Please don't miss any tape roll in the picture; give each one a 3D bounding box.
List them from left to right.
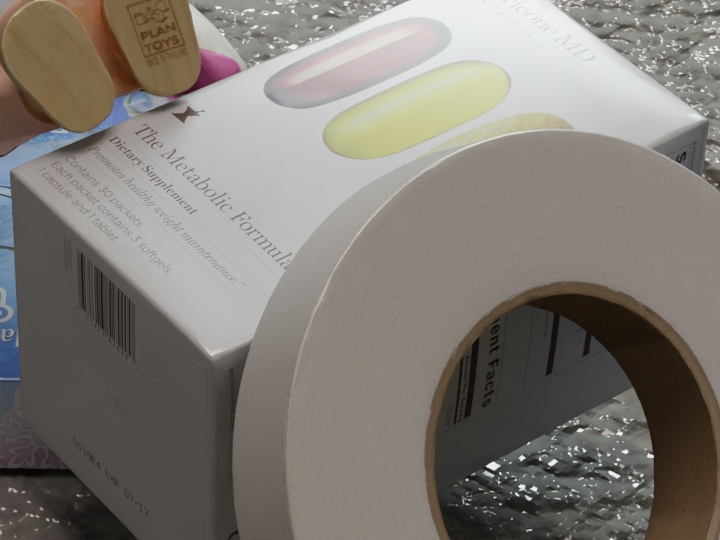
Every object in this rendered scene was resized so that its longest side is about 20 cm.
[{"bbox_3d":[0.058,0.059,0.892,0.202,0.204,0.037,-20,4,-31],"label":"tape roll"}]

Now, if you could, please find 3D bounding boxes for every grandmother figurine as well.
[{"bbox_3d":[-0.128,-0.059,1.020,0.121,0.061,0.200,-15,0,-35],"label":"grandmother figurine"}]

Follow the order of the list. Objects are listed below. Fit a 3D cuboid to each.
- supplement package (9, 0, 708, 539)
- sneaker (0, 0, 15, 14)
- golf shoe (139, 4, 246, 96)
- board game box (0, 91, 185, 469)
[{"bbox_3d":[0.000,0.000,0.974,0.200,0.110,0.114,-26,49,-30],"label":"supplement package"},{"bbox_3d":[-0.200,-0.089,1.208,0.199,0.082,0.074,11,-5,32],"label":"sneaker"},{"bbox_3d":[-0.107,-0.115,1.253,0.200,0.076,0.091,30,39,34],"label":"golf shoe"},{"bbox_3d":[-0.132,-0.002,1.100,0.199,0.044,0.199,1,34,-3],"label":"board game box"}]
